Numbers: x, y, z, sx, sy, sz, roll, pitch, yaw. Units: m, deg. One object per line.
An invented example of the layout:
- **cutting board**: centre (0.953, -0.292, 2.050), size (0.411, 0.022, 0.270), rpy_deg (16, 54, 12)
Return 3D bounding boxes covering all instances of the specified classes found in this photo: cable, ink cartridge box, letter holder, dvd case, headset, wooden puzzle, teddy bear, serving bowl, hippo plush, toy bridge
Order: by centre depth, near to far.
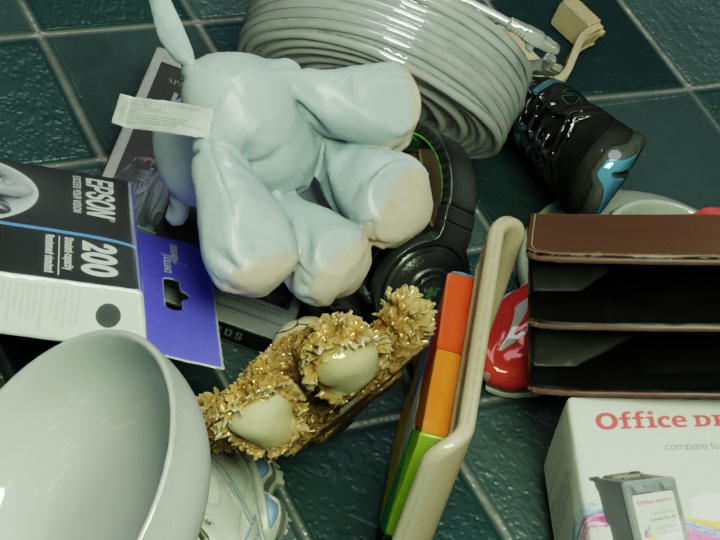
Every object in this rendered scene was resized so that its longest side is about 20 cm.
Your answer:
- **serving bowl**: centre (-0.146, 0.133, 1.137), size (0.066, 0.200, 0.200), rpy_deg (36, 31, -37)
- **teddy bear**: centre (-0.029, 0.055, 1.191), size (0.067, 0.145, 0.200), rpy_deg (52, 18, 5)
- **wooden puzzle**: centre (0.040, 0.090, 1.239), size (0.037, 0.185, 0.200), rpy_deg (18, 42, 1)
- **ink cartridge box**: centre (0.194, 0.174, 1.260), size (0.148, 0.086, 0.200), rpy_deg (-1, 56, -8)
- **ink cartridge box**: centre (-0.177, -0.012, 1.266), size (0.200, 0.043, 0.198), rpy_deg (10, 19, -12)
- **letter holder**: centre (0.196, 0.025, 1.268), size (0.200, 0.101, 0.142), rpy_deg (0, 9, 5)
- **hippo plush**: centre (-0.070, -0.054, 1.290), size (0.200, 0.161, 0.159), rpy_deg (16, 77, -19)
- **headset**: centre (0.000, 0.000, 1.339), size (0.094, 0.123, 0.200), rpy_deg (22, 76, -40)
- **dvd case**: centre (-0.093, -0.048, 1.420), size (0.150, 0.025, 0.200), rpy_deg (19, 52, -3)
- **cable**: centre (0.015, -0.138, 1.465), size (0.200, 0.200, 0.069), rpy_deg (24, 74, -16)
- **toy bridge**: centre (0.119, -0.154, 1.638), size (0.200, 0.027, 0.067), rpy_deg (-25, 62, -39)

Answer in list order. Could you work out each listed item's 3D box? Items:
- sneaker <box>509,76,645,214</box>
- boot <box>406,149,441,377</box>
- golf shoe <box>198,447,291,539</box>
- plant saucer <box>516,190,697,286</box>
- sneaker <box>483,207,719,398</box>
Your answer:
- **sneaker**: centre (0.136, -0.088, 1.495), size (0.082, 0.073, 0.200), rpy_deg (34, 6, -11)
- **boot**: centre (0.029, 0.006, 1.425), size (0.075, 0.074, 0.200), rpy_deg (-10, 49, 6)
- **golf shoe**: centre (-0.074, 0.170, 1.170), size (0.097, 0.078, 0.200), rpy_deg (28, 23, -41)
- **plant saucer**: centre (0.208, 0.004, 1.498), size (0.200, 0.050, 0.200), rpy_deg (12, 43, -11)
- **sneaker**: centre (0.158, 0.011, 1.402), size (0.200, 0.085, 0.077), rpy_deg (-28, 72, -7)
